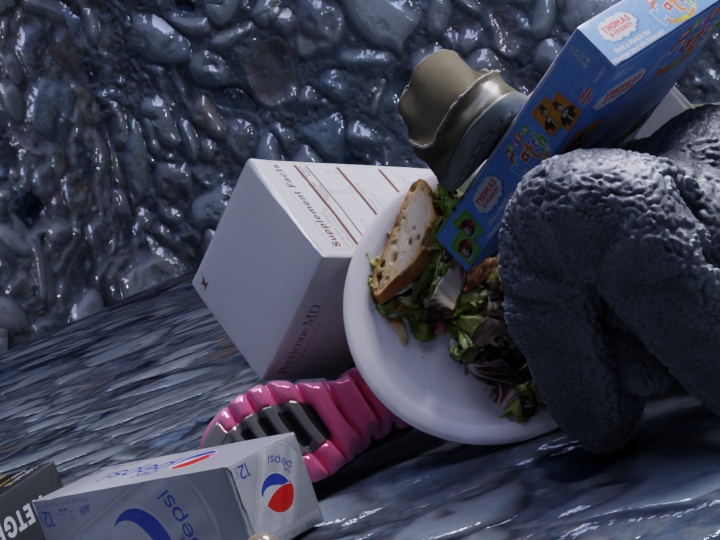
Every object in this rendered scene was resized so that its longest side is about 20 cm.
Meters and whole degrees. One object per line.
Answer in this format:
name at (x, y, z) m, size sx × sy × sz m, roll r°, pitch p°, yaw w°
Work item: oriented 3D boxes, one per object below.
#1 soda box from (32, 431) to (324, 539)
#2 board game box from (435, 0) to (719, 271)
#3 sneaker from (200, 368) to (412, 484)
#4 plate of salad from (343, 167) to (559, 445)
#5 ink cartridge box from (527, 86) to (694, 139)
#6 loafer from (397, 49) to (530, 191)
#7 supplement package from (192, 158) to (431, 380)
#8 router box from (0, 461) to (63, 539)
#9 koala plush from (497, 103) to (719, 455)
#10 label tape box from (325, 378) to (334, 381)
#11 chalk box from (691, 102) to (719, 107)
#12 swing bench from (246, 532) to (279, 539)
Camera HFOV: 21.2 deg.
soda box at (-0.122, 0.157, 1.251) m, size 0.200 × 0.063 × 0.068 m, roll -15°, pitch 6°, yaw 42°
board game box at (0.140, -0.097, 1.159) m, size 0.151 × 0.037 × 0.200 m, roll -33°, pitch -15°, yaw -39°
sneaker at (-0.022, 0.110, 1.346) m, size 0.200 × 0.079 × 0.095 m, roll -21°, pitch -17°, yaw -20°
plate of salad at (0.084, 0.015, 1.264) m, size 0.200 × 0.200 × 0.048 m, roll -19°, pitch -22°, yaw 5°
ink cartridge box at (0.163, -0.079, 1.408) m, size 0.147 × 0.083 × 0.200 m, roll -44°, pitch 15°, yaw 1°
loafer at (0.053, -0.096, 1.196) m, size 0.075 × 0.070 × 0.200 m, roll -45°, pitch 4°, yaw -5°
supplement package at (0.000, 0.000, 1.411) m, size 0.200 × 0.117 × 0.117 m, roll 0°, pitch -51°, yaw -40°
router box at (-0.337, 0.218, 1.485) m, size 0.157 × 0.052 × 0.200 m, roll -18°, pitch 6°, yaw 21°
koala plush at (0.186, -0.028, 1.108) m, size 0.177 × 0.184 × 0.200 m, roll -12°, pitch 27°, yaw 45°
label tape box at (0.051, 0.060, 1.607) m, size 0.144 × 0.063 × 0.200 m, roll -19°, pitch 6°, yaw 8°
chalk box at (0.315, -0.072, 1.560) m, size 0.200 × 0.124 × 0.124 m, roll -4°, pitch -1°, yaw -17°
swing bench at (-0.103, 0.189, 0.538) m, size 0.200 × 0.130 × 0.199 m, roll -24°, pitch 5°, yaw 11°
